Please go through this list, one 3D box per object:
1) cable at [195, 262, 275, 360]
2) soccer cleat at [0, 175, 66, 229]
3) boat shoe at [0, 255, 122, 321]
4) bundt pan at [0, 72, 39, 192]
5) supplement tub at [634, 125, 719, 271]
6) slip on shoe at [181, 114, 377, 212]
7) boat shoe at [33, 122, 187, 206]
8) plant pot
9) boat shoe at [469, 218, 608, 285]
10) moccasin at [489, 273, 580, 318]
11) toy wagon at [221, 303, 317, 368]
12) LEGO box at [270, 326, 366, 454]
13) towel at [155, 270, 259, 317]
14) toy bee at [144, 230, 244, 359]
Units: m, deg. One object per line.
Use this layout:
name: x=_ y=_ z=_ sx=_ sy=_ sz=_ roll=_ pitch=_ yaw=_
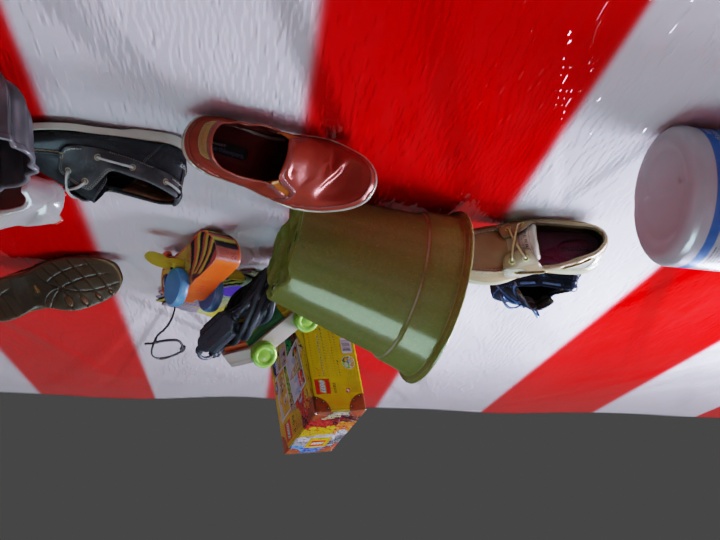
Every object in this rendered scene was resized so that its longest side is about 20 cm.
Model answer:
cable: x=-0.118 y=0.027 z=1.497 sx=0.051 sy=0.163 sz=0.200 roll=44 pitch=128 yaw=-4
soccer cleat: x=-0.410 y=-0.066 z=1.341 sx=0.197 sy=0.070 sz=0.077 roll=-15 pitch=155 yaw=25
boat shoe: x=-0.406 y=0.015 z=1.643 sx=0.197 sy=0.073 sz=0.068 roll=-11 pitch=-164 yaw=13
bundt pan: x=-0.376 y=-0.132 z=1.064 sx=0.198 sy=0.077 sz=0.202 roll=1 pitch=164 yaw=0
supplement tub: x=0.372 y=-0.062 z=1.166 sx=0.197 sy=0.134 sz=0.132 roll=4 pitch=165 yaw=-15
slip on shoe: x=-0.070 y=-0.100 z=1.162 sx=0.197 sy=0.075 sz=0.061 roll=15 pitch=179 yaw=-26
boat shoe: x=-0.267 y=-0.102 z=1.191 sx=0.196 sy=0.069 sz=0.072 roll=5 pitch=166 yaw=-9
plant pot: x=0.000 y=0.000 z=1.368 sx=0.187 sy=0.203 sz=0.200 roll=19 pitch=160 yaw=-14
boat shoe: x=0.191 y=-0.029 z=1.423 sx=0.196 sy=0.075 sz=0.066 roll=-7 pitch=163 yaw=-11
moccasin: x=0.217 y=0.019 z=1.583 sx=0.079 sy=0.069 sz=0.200 roll=5 pitch=164 yaw=-15
toy wagon: x=-0.101 y=0.041 z=1.582 sx=0.040 sy=0.199 sz=0.155 roll=52 pitch=176 yaw=-28
LEGO box: x=-0.066 y=0.129 z=1.693 sx=0.076 sy=0.203 sz=0.149 roll=0 pitch=152 yaw=-22
towel: x=-0.181 y=0.038 z=1.768 sx=0.198 sy=0.023 sz=0.143 roll=-11 pitch=160 yaw=38
toy bee: x=-0.223 y=0.004 z=1.543 sx=0.199 sy=0.110 sz=0.130 roll=-34 pitch=142 yaw=21
